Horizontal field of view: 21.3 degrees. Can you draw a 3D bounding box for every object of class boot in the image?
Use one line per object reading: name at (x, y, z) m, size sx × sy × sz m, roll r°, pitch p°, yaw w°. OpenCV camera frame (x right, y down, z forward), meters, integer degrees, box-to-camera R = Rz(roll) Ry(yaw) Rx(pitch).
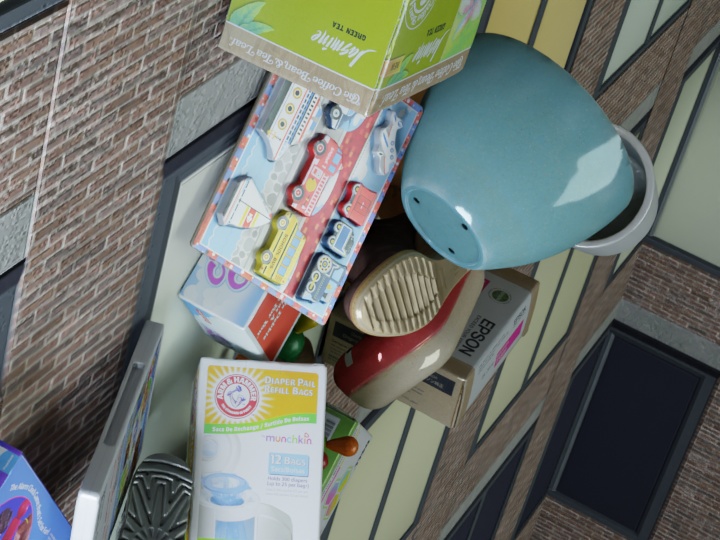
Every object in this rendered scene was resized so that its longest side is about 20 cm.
boot at (-0.185, 0.255, 1.573) m, size 0.200 × 0.072 × 0.183 m, roll 124°, pitch -15°, yaw -59°
boot at (0.000, 0.000, 1.700) m, size 0.200 × 0.165 × 0.073 m, roll -31°, pitch 120°, yaw -49°

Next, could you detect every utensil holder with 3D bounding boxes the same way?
utensil holder at (0.322, -0.105, 2.603) m, size 0.171 × 0.169 × 0.200 m, roll -64°, pitch 166°, yaw 1°

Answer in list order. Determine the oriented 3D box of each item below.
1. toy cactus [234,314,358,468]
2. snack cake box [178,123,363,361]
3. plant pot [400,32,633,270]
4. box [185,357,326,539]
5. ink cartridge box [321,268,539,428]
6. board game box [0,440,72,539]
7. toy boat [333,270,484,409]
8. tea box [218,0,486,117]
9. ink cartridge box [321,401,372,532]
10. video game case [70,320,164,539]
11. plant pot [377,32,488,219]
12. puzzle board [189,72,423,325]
toy cactus at (-0.059, 0.104, 1.789) m, size 0.165 × 0.101 × 0.202 m, roll -82°, pitch 159°, yaw -66°
snack cake box at (-0.065, -0.032, 1.610) m, size 0.201 × 0.067 × 0.115 m, roll -61°, pitch 165°, yaw -13°
plant pot at (0.112, -0.079, 1.621) m, size 0.135 × 0.200 × 0.201 m, roll -45°, pitch 159°, yaw -21°
box at (-0.091, 0.182, 1.607) m, size 0.101 × 0.111 × 0.202 m, roll 121°, pitch -27°, yaw -73°
ink cartridge box at (0.077, 0.054, 2.039) m, size 0.200 × 0.164 × 0.076 m, roll -48°, pitch 157°, yaw -47°
board game box at (-0.269, 0.208, 1.352) m, size 0.135 × 0.044 × 0.200 m, roll -59°, pitch 164°, yaw -20°
toy boat at (0.026, 0.032, 1.827) m, size 0.130 × 0.131 × 0.201 m, roll -38°, pitch -164°, yaw 40°
tea box at (0.017, -0.242, 1.411) m, size 0.200 × 0.133 × 0.198 m, roll -34°, pitch 147°, yaw -61°
ink cartridge box at (-0.050, 0.225, 2.059) m, size 0.149 × 0.075 × 0.200 m, roll -62°, pitch 164°, yaw -8°
video game case at (-0.190, 0.153, 1.465) m, size 0.201 × 0.018 × 0.144 m, roll -75°, pitch 180°, yaw -53°
plant pot at (0.094, -0.108, 1.817) m, size 0.140 × 0.200 × 0.201 m, roll -28°, pitch 145°, yaw -39°
puzzle board at (-0.038, -0.077, 1.536) m, size 0.150 × 0.017 × 0.201 m, roll 32°, pitch 78°, yaw -38°
